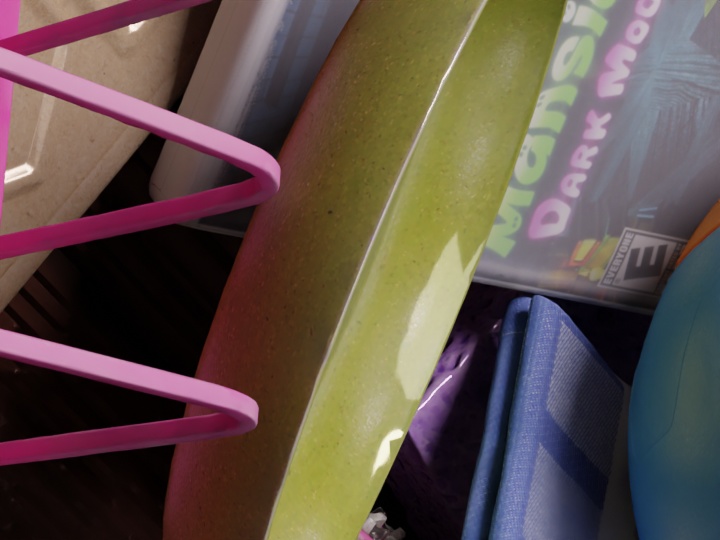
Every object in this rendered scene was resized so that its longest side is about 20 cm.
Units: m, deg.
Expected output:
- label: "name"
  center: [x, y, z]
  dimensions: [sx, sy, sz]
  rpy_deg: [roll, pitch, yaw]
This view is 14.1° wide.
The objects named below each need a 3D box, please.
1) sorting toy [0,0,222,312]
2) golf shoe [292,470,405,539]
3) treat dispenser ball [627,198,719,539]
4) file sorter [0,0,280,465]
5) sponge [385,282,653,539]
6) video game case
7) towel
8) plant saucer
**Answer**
- label: "sorting toy"
  center: [-0.103, -0.099, 0.683]
  dimensions: [0.200, 0.036, 0.185]
  rpy_deg: [-55, 127, -22]
- label: "golf shoe"
  center: [0.004, 0.135, 0.787]
  dimensions: [0.092, 0.073, 0.200]
  rpy_deg: [-33, 114, -4]
- label: "treat dispenser ball"
  center: [0.170, 0.047, 0.753]
  dimensions: [0.200, 0.201, 0.202]
  rpy_deg: [-9, 104, -37]
- label: "file sorter"
  center: [-0.095, -0.024, 0.562]
  dimensions: [0.139, 0.125, 0.201]
  rpy_deg: [17, 70, -42]
- label: "sponge"
  center: [0.088, 0.014, 0.859]
  dimensions: [0.200, 0.030, 0.112]
  rpy_deg: [-46, 125, -24]
- label: "video game case"
  center: [0.059, -0.088, 0.745]
  dimensions: [0.181, 0.023, 0.201]
  rpy_deg: [11, 112, -35]
- label: "towel"
  center: [0.083, 0.115, 0.806]
  dimensions: [0.200, 0.024, 0.147]
  rpy_deg: [46, 44, -39]
- label: "plant saucer"
  center: [0.000, 0.000, 0.659]
  dimensions: [0.200, 0.031, 0.201]
  rpy_deg: [22, 90, -81]
